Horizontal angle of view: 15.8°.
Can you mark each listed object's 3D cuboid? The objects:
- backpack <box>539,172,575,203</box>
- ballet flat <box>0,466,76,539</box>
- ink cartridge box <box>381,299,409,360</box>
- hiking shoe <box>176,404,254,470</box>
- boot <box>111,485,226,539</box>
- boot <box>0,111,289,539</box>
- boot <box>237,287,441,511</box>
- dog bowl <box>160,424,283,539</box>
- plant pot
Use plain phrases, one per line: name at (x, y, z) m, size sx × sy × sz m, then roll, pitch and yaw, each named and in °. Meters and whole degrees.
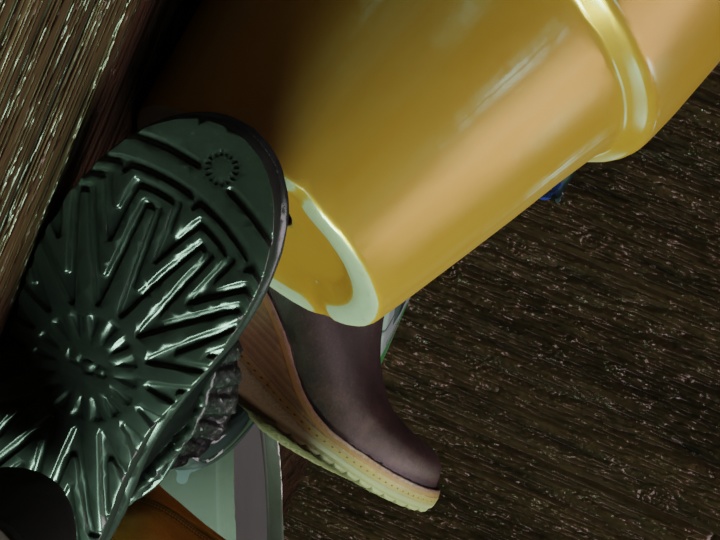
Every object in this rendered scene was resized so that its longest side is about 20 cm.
backpack at (0.075, -0.136, 1.541) m, size 0.200 × 0.167 × 0.163 m, roll 113°, pitch -17°, yaw -78°
ballet flat at (-0.151, 0.141, 0.870) m, size 0.068 × 0.068 × 0.200 m, roll 91°, pitch 21°, yaw -58°
ink cartridge box at (0.008, -0.022, 1.991) m, size 0.200 × 0.084 × 0.146 m, roll 100°, pitch 14°, yaw -73°
hiking shoe at (-0.068, -0.005, 1.233) m, size 0.101 × 0.076 × 0.200 m, roll 84°, pitch 21°, yaw -59°
boot at (-0.084, 0.131, 1.137) m, size 0.201 × 0.144 × 0.071 m, roll -17°, pitch 132°, yaw -86°
boot at (-0.075, 0.013, 1.006) m, size 0.211 × 0.079 × 0.158 m, roll -57°, pitch 174°, yaw 25°
boot at (0.000, 0.000, 1.184) m, size 0.167 × 0.200 × 0.072 m, roll -56°, pitch -153°, yaw -9°
dog bowl at (-0.079, 0.131, 1.356) m, size 0.200 × 0.059 × 0.201 m, roll -2°, pitch 90°, yaw -85°
plant pot at (0.016, -0.085, 1.041) m, size 0.183 × 0.200 × 0.200 m, roll -50°, pitch 171°, yaw -18°
